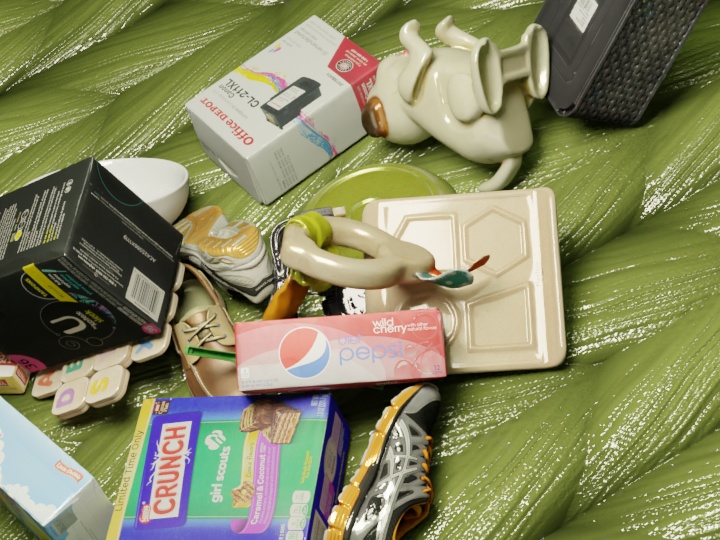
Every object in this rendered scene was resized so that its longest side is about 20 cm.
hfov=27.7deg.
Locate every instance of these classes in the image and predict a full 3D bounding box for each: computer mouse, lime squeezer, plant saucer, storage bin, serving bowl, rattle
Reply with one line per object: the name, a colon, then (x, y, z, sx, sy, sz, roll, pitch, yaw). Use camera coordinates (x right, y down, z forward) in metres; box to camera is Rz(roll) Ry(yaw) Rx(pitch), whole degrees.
computer mouse: (0.000, 0.000, 1.523, 0.200, 0.046, 0.141, -7, 73, 5)
lime squeezer: (-0.076, 0.100, 1.470, 0.200, 0.038, 0.071, 11, 14, 0)
plant saucer: (0.015, -0.051, 1.601, 0.200, 0.031, 0.200, -9, 48, 10)
storage bin: (0.273, -0.271, 1.578, 0.094, 0.200, 0.135, 4, 40, -28)
serving bowl: (-0.291, -0.068, 1.669, 0.200, 0.066, 0.200, -6, 21, 2)
rattle: (0.012, 0.028, 1.433, 0.200, 0.130, 0.143, 14, 96, -5)

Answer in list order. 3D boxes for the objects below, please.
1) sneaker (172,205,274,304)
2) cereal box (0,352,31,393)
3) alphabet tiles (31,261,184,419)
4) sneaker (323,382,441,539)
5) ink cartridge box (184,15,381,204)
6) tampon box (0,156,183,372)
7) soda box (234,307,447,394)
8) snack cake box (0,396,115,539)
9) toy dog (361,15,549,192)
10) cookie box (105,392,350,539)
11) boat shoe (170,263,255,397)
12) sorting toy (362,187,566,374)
sneaker: (-0.153, -0.012, 1.599, 0.076, 0.088, 0.200, -34, 25, -14)
cereal box: (-0.422, 0.050, 1.656, 0.144, 0.040, 0.200, -2, 49, 16)
alphabet tiles: (-0.273, 0.063, 1.563, 0.195, 0.015, 0.200, -20, 46, 31)
sneaker: (0.036, 0.195, 1.360, 0.077, 0.078, 0.200, 20, 61, 15)
ink cartridge box: (-0.082, -0.190, 1.719, 0.200, 0.083, 0.146, -37, 50, -14)
tampon box: (-0.314, 0.000, 1.522, 0.200, 0.150, 0.126, -19, 46, 32)
soda box: (-0.019, 0.079, 1.404, 0.200, 0.063, 0.070, -5, 82, 0)
snack cake box: (-0.322, 0.207, 1.436, 0.200, 0.115, 0.067, 31, 66, 37)
toy dog: (0.098, -0.190, 1.623, 0.200, 0.194, 0.140, 7, 29, 40)
cookie box: (-0.124, 0.207, 1.395, 0.200, 0.075, 0.171, -4, 51, 17)
boat shoe: (-0.165, 0.070, 1.527, 0.076, 0.074, 0.200, -27, 47, -5)
sorting toy: (0.103, 0.013, 1.468, 0.200, 0.036, 0.185, -5, 75, 10)
